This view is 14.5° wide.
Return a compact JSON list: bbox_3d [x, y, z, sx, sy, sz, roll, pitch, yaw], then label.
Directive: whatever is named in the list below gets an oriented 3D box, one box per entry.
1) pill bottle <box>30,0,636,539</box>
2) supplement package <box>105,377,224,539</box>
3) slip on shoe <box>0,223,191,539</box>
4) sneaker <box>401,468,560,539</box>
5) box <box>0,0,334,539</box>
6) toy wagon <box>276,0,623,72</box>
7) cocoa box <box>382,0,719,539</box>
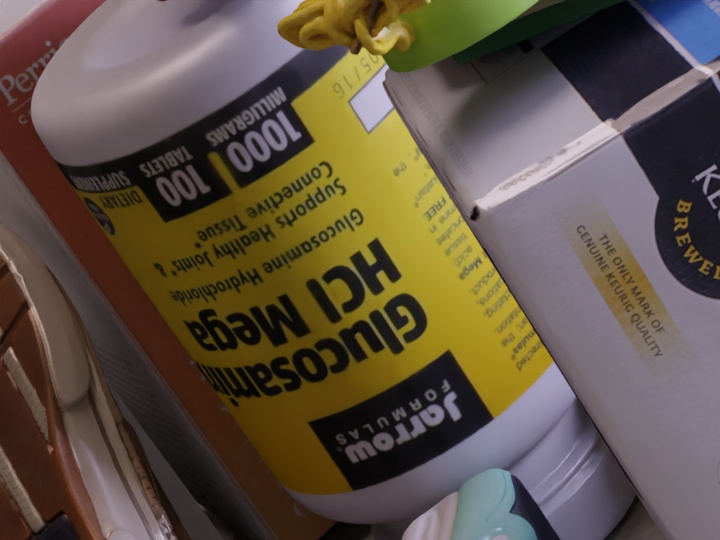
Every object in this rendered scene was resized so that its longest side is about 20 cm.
[{"bbox_3d":[0.000,0.000,0.839,0.112,0.200,0.113,-29,21,13],"label":"pill bottle"},{"bbox_3d":[-0.139,0.085,0.983,0.114,0.110,0.200,-41,23,-16],"label":"supplement package"},{"bbox_3d":[-0.087,0.073,0.850,0.076,0.061,0.200,-38,64,15],"label":"slip on shoe"},{"bbox_3d":[0.007,0.137,0.728,0.140,0.078,0.200,-34,12,4],"label":"sneaker"},{"bbox_3d":[-0.039,-0.034,0.947,0.152,0.200,0.106,-40,22,-13],"label":"box"},{"bbox_3d":[0.054,-0.091,0.629,0.155,0.040,0.200,-19,21,46],"label":"toy wagon"},{"bbox_3d":[0.117,0.014,0.641,0.131,0.200,0.133,-32,19,2],"label":"cocoa box"}]
